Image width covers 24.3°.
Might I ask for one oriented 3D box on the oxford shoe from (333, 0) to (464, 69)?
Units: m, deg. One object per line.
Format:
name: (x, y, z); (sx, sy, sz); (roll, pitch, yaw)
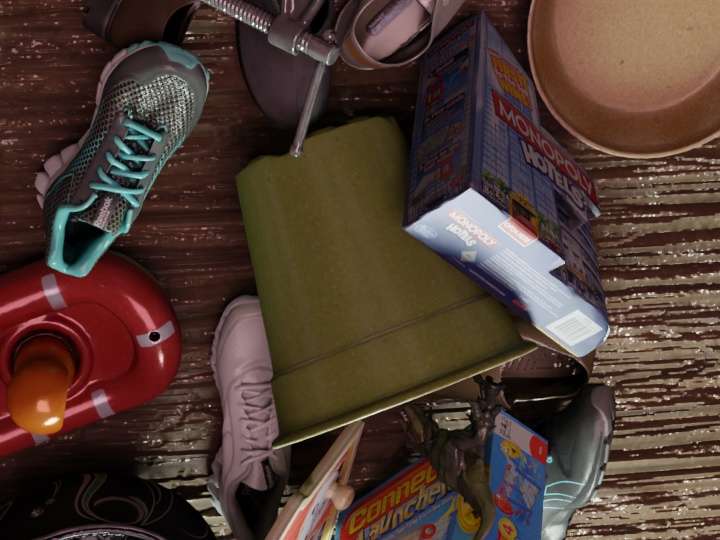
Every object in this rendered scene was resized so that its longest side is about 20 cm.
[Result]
oxford shoe: (0.059, -0.215, 1.163); (0.075, 0.058, 0.200); (39, 100, -21)

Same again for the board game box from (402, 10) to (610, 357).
board game box: (0.105, -0.072, 1.170); (0.061, 0.202, 0.199); (-30, 135, 29)

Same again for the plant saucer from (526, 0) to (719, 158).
plant saucer: (0.213, -0.183, 1.216); (0.198, 0.036, 0.202); (-4, 114, -8)

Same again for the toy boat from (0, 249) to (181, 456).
toy boat: (-0.224, 0.071, 1.196); (0.198, 0.131, 0.132); (-21, 116, 0)

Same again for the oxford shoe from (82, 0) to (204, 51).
oxford shoe: (-0.102, -0.223, 1.108); (0.084, 0.073, 0.201); (36, 114, 9)

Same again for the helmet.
helmet: (-0.197, 0.243, 1.246); (0.197, 0.191, 0.203); (0, 92, -11)

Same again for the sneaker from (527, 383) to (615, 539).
sneaker: (0.143, 0.157, 1.311); (0.078, 0.076, 0.201); (18, 135, -1)

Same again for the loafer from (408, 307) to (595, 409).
loafer: (0.091, 0.066, 1.288); (0.197, 0.068, 0.077); (-7, 115, -8)

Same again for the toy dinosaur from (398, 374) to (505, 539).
toy dinosaur: (0.076, 0.126, 1.198); (0.047, 0.200, 0.089); (17, 104, -16)

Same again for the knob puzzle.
knob puzzle: (-0.055, 0.230, 1.239); (0.030, 0.219, 0.221); (29, 108, 12)

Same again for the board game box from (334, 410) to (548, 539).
board game box: (0.049, 0.232, 1.247); (0.056, 0.197, 0.200); (33, 130, -22)

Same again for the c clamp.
c clamp: (-0.086, -0.194, 1.046); (0.199, 0.027, 0.172); (34, 114, 17)

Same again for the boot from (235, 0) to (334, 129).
boot: (-0.046, -0.174, 1.119); (0.069, 0.132, 0.202); (-8, 115, -7)

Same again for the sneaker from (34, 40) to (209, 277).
sneaker: (-0.161, -0.068, 1.133); (0.077, 0.092, 0.200); (19, 134, -22)

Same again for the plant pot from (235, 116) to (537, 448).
plant pot: (0.000, 0.000, 1.172); (0.198, 0.200, 0.192); (-20, 86, -1)

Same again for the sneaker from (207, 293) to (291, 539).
sneaker: (-0.077, 0.117, 1.274); (0.074, 0.081, 0.202); (-1, 113, -8)
